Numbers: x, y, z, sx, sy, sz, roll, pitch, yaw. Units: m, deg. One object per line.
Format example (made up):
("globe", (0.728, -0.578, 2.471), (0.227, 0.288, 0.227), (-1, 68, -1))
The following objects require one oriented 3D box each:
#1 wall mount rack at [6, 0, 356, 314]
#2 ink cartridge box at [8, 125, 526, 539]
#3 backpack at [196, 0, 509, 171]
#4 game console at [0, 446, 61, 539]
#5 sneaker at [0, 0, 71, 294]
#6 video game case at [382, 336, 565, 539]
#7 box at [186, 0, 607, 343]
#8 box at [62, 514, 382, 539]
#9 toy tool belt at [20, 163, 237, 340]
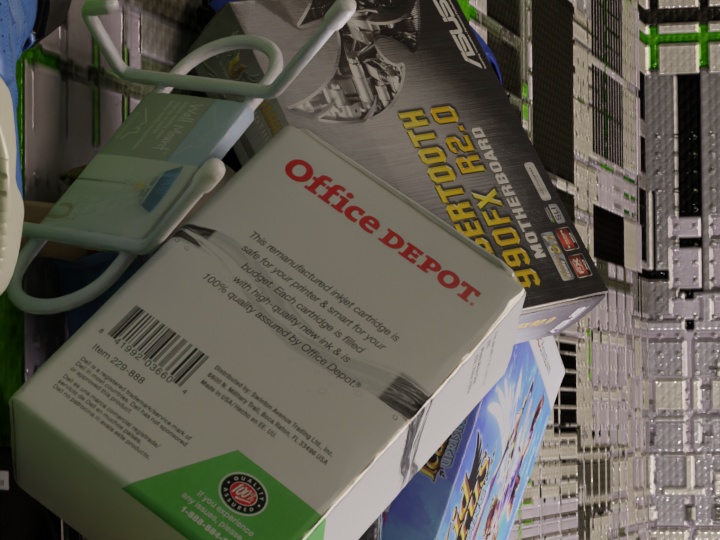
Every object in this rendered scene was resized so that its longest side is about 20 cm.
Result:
("wall mount rack", (-0.089, -0.067, 1.310), (0.200, 0.173, 0.075), (-54, 135, -33))
("ink cartridge box", (-0.040, 0.052, 1.280), (0.200, 0.146, 0.084), (-45, 161, -28))
("backpack", (0.003, -0.061, 1.694), (0.163, 0.167, 0.201), (-117, -162, -51))
("game console", (-0.182, 0.169, 1.294), (0.200, 0.031, 0.178), (21, 65, -75))
("sneaker", (-0.169, -0.088, 1.255), (0.111, 0.076, 0.201), (-26, 108, -64))
("video game case", (0.056, 0.111, 1.559), (0.181, 0.045, 0.201), (62, 45, -66))
("box", (0.019, -0.051, 1.448), (0.158, 0.048, 0.201), (-9, 66, -42))
("box", (-0.067, 0.133, 1.401), (0.046, 0.158, 0.201), (-83, 175, -53))
("toy tool belt", (-0.114, 0.038, 1.440), (0.123, 0.125, 0.201), (-25, 116, -32))
